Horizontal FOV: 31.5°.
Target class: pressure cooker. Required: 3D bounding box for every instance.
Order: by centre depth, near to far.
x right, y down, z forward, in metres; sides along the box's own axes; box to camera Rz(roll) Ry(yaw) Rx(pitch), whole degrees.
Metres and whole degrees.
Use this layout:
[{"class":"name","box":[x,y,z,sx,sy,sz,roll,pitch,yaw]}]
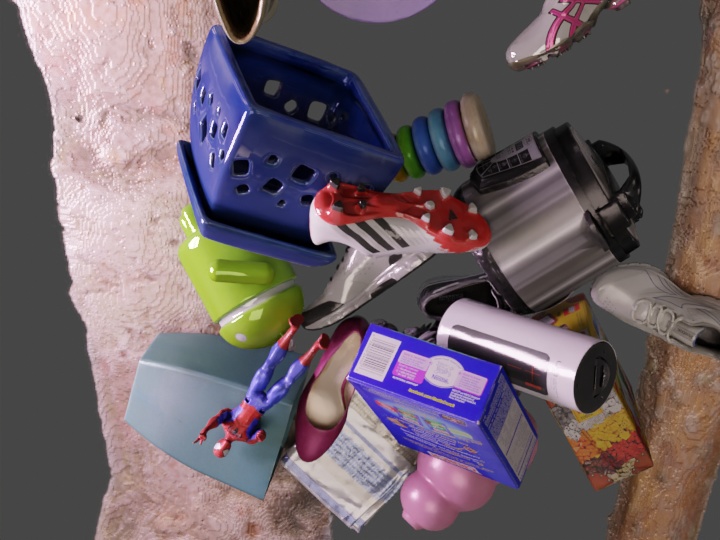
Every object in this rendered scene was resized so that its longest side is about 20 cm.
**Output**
[{"class":"pressure cooker","box":[0.224,-0.067,1.443,0.199,0.178,0.177,-31,67,15]}]

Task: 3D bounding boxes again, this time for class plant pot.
[{"class":"plant pot","box":[-0.095,-0.129,1.426,0.198,0.201,0.181,14,121,-28]},{"class":"plant pot","box":[-0.182,0.163,1.596,0.198,0.142,0.143,19,111,2]}]

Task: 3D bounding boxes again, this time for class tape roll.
[{"class":"tape roll","box":[0.020,-0.380,1.404,0.197,0.085,0.203,1,111,2]}]

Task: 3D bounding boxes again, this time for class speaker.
[{"class":"speaker","box":[0.181,0.092,1.402,0.199,0.081,0.082,18,119,43]}]

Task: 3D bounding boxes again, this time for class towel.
[{"class":"towel","box":[0.009,0.226,1.651,0.147,0.024,0.200,42,98,-10]}]

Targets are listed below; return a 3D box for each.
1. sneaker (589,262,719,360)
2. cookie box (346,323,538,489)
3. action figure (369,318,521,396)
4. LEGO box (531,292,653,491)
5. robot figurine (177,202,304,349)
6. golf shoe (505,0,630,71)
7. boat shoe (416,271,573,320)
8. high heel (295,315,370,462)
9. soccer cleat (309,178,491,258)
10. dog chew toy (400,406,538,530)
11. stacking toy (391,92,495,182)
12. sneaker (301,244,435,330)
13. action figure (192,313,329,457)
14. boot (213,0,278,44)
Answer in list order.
[{"class":"sneaker","box":[0.373,0.051,1.540,0.198,0.087,0.075,19,113,-2]},{"class":"cookie box","box":[0.097,0.156,1.447,0.169,0.076,0.200,17,158,28]},{"class":"action figure","box":[0.103,0.098,1.549,0.198,0.130,0.070,20,103,-1]},{"class":"LEGO box","box":[0.272,0.140,1.519,0.077,0.200,0.150,-26,108,13]},{"class":"robot figurine","box":[-0.142,0.004,1.525,0.115,0.175,0.202,-28,87,-16]},{"class":"golf shoe","box":[0.236,-0.304,1.428,0.199,0.073,0.092,-38,98,6]},{"class":"boat shoe","box":[0.167,0.035,1.555,0.197,0.071,0.073,-11,109,6]},{"class":"high heel","box":[-0.035,0.152,1.576,0.067,0.096,0.202,27,96,0]},{"class":"soccer cleat","box":[0.040,-0.046,1.366,0.197,0.069,0.086,7,143,-12]},{"class":"dog chew toy","box":[0.128,0.240,1.586,0.125,0.124,0.200,44,84,-12]},{"class":"stacking toy","box":[0.054,-0.140,1.498,0.198,0.086,0.086,-17,109,15]},{"class":"sneaker","box":[0.000,0.000,1.563,0.199,0.074,0.080,-36,90,11]},{"class":"action figure","box":[-0.119,0.151,1.459,0.065,0.099,0.201,36,113,-1]},{"class":"boot","box":[-0.124,-0.357,1.383,0.071,0.155,0.203,1,111,3]}]
